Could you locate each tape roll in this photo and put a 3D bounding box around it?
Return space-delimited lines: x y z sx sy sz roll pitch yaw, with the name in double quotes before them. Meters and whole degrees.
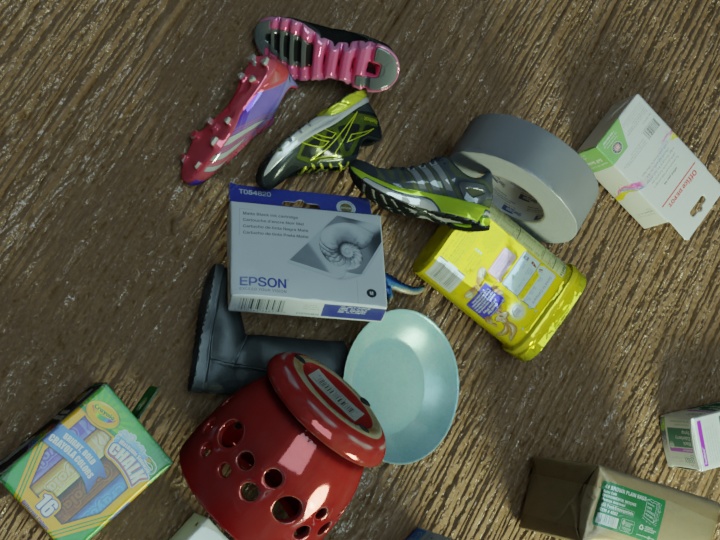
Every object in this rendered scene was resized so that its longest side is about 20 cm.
"tape roll" 0.215 -0.121 1.483 0.200 0.200 0.066 36 74 -14

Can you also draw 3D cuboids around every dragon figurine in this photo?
"dragon figurine" 0.000 0.000 1.465 0.198 0.059 0.100 -9 88 -20

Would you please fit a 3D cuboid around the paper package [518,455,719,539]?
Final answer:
"paper package" 0.344 0.327 1.492 0.199 0.190 0.104 19 78 -17

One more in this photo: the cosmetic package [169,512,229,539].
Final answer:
"cosmetic package" -0.162 0.404 1.356 0.101 0.071 0.200 -45 100 -19

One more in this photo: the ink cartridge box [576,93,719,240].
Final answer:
"ink cartridge box" 0.427 -0.146 1.637 0.200 0.067 0.117 44 71 -10

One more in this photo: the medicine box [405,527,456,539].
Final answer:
"medicine box" 0.078 0.429 1.375 0.182 0.200 0.103 -42 99 -19

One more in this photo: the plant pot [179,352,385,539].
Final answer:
"plant pot" -0.084 0.211 1.306 0.200 0.201 0.183 39 102 -13

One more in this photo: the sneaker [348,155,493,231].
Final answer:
"sneaker" 0.082 -0.113 1.447 0.198 0.074 0.082 18 77 3

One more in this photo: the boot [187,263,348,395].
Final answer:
"boot" -0.108 0.089 1.411 0.198 0.066 0.166 10 89 -17

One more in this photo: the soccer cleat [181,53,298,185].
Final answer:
"soccer cleat" -0.154 -0.184 1.424 0.076 0.067 0.201 39 80 -40

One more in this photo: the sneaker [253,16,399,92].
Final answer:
"sneaker" -0.043 -0.295 1.480 0.198 0.096 0.079 17 119 -1

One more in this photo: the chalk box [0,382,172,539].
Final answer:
"chalk box" -0.307 0.212 1.292 0.200 0.125 0.124 -41 99 -18

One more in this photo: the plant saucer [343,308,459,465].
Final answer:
"plant saucer" 0.045 0.152 1.461 0.200 0.039 0.203 4 84 -39

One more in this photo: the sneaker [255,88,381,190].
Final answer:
"sneaker" -0.048 -0.158 1.454 0.200 0.074 0.085 -40 98 -20

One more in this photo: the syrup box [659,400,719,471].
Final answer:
"syrup box" 0.550 0.235 1.639 0.198 0.079 0.082 -8 88 -21

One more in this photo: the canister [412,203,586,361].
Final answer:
"canister" 0.188 0.005 1.516 0.200 0.087 0.149 38 84 -11

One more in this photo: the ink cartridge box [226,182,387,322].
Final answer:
"ink cartridge box" -0.069 -0.034 1.394 0.198 0.041 0.201 4 53 -14
